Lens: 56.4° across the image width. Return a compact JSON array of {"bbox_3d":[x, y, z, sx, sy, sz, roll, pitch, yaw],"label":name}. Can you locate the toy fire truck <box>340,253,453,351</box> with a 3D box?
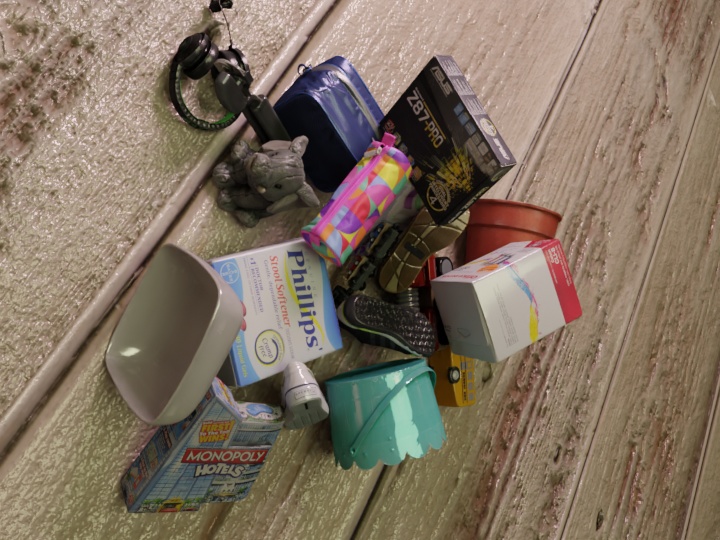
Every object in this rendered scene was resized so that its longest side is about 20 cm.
[{"bbox_3d":[0.068,0.062,1.210,0.198,0.127,0.180,-2,87,-50],"label":"toy fire truck"}]

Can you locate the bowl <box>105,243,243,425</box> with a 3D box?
[{"bbox_3d":[-0.233,0.084,0.873,0.074,0.199,0.202,26,93,-43],"label":"bowl"}]

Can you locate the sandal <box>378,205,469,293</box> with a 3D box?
[{"bbox_3d":[0.102,-0.049,1.153,0.080,0.054,0.201,38,99,-14],"label":"sandal"}]

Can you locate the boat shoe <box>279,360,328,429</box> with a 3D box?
[{"bbox_3d":[-0.087,0.190,1.027,0.072,0.201,0.068,-11,67,-14],"label":"boat shoe"}]

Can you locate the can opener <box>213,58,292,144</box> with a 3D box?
[{"bbox_3d":[-0.168,-0.242,1.022,0.067,0.052,0.200,-60,150,-13],"label":"can opener"}]

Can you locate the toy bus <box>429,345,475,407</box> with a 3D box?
[{"bbox_3d":[0.177,0.161,1.311,0.077,0.065,0.205,-1,86,-40],"label":"toy bus"}]

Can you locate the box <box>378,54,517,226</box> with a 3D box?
[{"bbox_3d":[0.128,-0.195,1.028,0.049,0.161,0.202,-15,71,-43],"label":"box"}]

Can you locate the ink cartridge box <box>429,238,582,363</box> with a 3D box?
[{"bbox_3d":[0.250,0.050,1.172,0.197,0.145,0.147,-24,99,-23],"label":"ink cartridge box"}]

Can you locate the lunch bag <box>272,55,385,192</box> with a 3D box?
[{"bbox_3d":[-0.047,-0.251,1.115,0.201,0.134,0.133,55,52,-23],"label":"lunch bag"}]

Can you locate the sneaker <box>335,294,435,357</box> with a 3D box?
[{"bbox_3d":[0.038,0.094,1.134,0.198,0.082,0.073,28,58,-24],"label":"sneaker"}]

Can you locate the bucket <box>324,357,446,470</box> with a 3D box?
[{"bbox_3d":[0.038,0.230,1.108,0.205,0.206,0.138,-11,88,-39],"label":"bucket"}]

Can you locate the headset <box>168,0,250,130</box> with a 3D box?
[{"bbox_3d":[-0.229,-0.318,1.027,0.122,0.093,0.204,12,93,-42],"label":"headset"}]

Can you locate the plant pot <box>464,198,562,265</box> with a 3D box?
[{"bbox_3d":[0.291,-0.025,1.356,0.198,0.199,0.199,14,86,-38],"label":"plant pot"}]

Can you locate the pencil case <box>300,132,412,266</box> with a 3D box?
[{"bbox_3d":[-0.004,-0.106,1.012,0.088,0.088,0.201,42,77,-29],"label":"pencil case"}]

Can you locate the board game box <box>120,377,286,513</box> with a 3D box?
[{"bbox_3d":[-0.198,0.236,0.926,0.197,0.062,0.202,13,113,-38],"label":"board game box"}]

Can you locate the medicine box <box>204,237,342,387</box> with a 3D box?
[{"bbox_3d":[-0.146,0.058,1.026,0.198,0.102,0.186,-16,96,-39],"label":"medicine box"}]

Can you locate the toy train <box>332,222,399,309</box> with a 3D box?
[{"bbox_3d":[0.000,0.000,1.136,0.034,0.046,0.201,24,106,-45],"label":"toy train"}]

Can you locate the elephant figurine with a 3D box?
[{"bbox_3d":[-0.122,-0.137,1.001,0.142,0.198,0.156,49,58,-24],"label":"elephant figurine"}]

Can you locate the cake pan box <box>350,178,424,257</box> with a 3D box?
[{"bbox_3d":[0.078,-0.098,1.182,0.182,0.200,0.053,1,53,-40],"label":"cake pan box"}]
